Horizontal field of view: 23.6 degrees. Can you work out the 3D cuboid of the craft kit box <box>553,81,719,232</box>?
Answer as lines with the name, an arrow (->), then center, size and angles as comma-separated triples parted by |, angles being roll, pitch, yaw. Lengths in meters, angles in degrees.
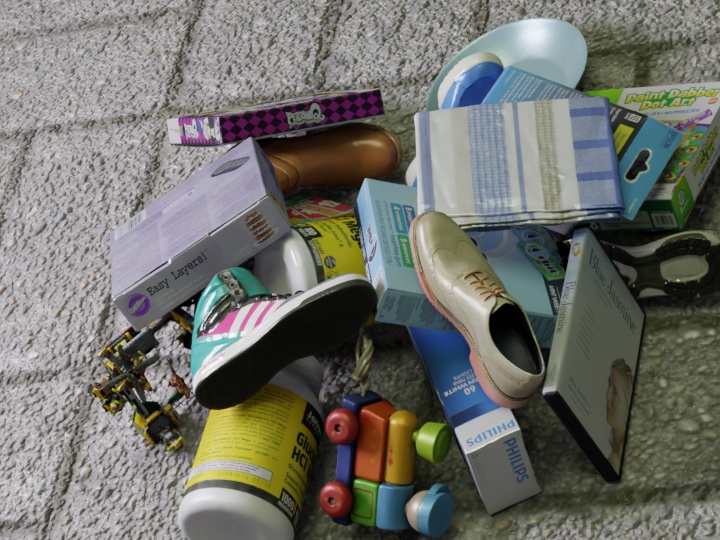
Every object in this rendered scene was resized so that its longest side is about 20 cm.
craft kit box -> 0.276, -0.119, 1.802 | 0.198, 0.049, 0.198 | -1, 38, 37

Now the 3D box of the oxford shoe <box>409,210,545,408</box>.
oxford shoe -> 0.113, 0.024, 1.571 | 0.070, 0.074, 0.201 | -26, 77, -26

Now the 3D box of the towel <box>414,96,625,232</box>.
towel -> 0.149, -0.100, 1.663 | 0.198, 0.024, 0.148 | -5, 58, 3

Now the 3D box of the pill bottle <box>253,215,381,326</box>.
pill bottle -> 0.000, 0.000, 1.762 | 0.198, 0.113, 0.112 | -10, 37, -31

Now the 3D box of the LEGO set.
LEGO set -> -0.169, 0.095, 1.764 | 0.199, 0.155, 0.116 | -33, 28, -18

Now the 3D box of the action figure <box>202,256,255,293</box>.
action figure -> -0.111, 0.000, 1.879 | 0.198, 0.070, 0.130 | 8, 35, 18

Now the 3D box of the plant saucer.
plant saucer -> 0.171, -0.204, 1.957 | 0.199, 0.039, 0.202 | -20, 42, 19

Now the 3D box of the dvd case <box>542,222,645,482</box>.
dvd case -> 0.223, 0.077, 1.622 | 0.017, 0.143, 0.201 | -12, 45, 31

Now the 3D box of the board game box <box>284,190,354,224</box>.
board game box -> -0.105, -0.072, 1.934 | 0.199, 0.030, 0.095 | 16, 22, 42

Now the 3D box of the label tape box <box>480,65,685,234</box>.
label tape box -> 0.205, -0.111, 1.728 | 0.198, 0.066, 0.144 | 23, 52, 17

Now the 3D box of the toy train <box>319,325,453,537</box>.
toy train -> 0.035, 0.146, 1.611 | 0.115, 0.202, 0.084 | 11, 11, 30

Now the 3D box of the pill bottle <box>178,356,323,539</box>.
pill bottle -> -0.099, 0.173, 1.681 | 0.111, 0.113, 0.201 | -2, 50, 22

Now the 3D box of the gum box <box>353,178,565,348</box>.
gum box -> 0.101, -0.008, 1.688 | 0.198, 0.045, 0.171 | 10, 38, -16

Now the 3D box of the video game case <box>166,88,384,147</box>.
video game case -> -0.098, -0.172, 1.949 | 0.198, 0.036, 0.181 | -12, 8, -22

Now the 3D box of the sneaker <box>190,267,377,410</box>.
sneaker -> -0.082, 0.037, 1.646 | 0.199, 0.084, 0.121 | -31, 45, 10

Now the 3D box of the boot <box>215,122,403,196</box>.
boot -> -0.065, -0.118, 1.907 | 0.198, 0.078, 0.155 | 6, 15, 17

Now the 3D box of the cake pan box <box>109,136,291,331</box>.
cake pan box -> -0.171, -0.038, 1.758 | 0.199, 0.053, 0.184 | -34, 22, 4

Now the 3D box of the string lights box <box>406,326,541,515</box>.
string lights box -> 0.105, 0.122, 1.658 | 0.058, 0.103, 0.201 | -23, 45, -1

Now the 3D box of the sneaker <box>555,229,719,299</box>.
sneaker -> 0.283, -0.010, 1.744 | 0.198, 0.078, 0.089 | 0, 19, 25

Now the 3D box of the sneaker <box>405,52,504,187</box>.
sneaker -> 0.115, -0.125, 1.833 | 0.076, 0.201, 0.112 | 4, 43, -29
